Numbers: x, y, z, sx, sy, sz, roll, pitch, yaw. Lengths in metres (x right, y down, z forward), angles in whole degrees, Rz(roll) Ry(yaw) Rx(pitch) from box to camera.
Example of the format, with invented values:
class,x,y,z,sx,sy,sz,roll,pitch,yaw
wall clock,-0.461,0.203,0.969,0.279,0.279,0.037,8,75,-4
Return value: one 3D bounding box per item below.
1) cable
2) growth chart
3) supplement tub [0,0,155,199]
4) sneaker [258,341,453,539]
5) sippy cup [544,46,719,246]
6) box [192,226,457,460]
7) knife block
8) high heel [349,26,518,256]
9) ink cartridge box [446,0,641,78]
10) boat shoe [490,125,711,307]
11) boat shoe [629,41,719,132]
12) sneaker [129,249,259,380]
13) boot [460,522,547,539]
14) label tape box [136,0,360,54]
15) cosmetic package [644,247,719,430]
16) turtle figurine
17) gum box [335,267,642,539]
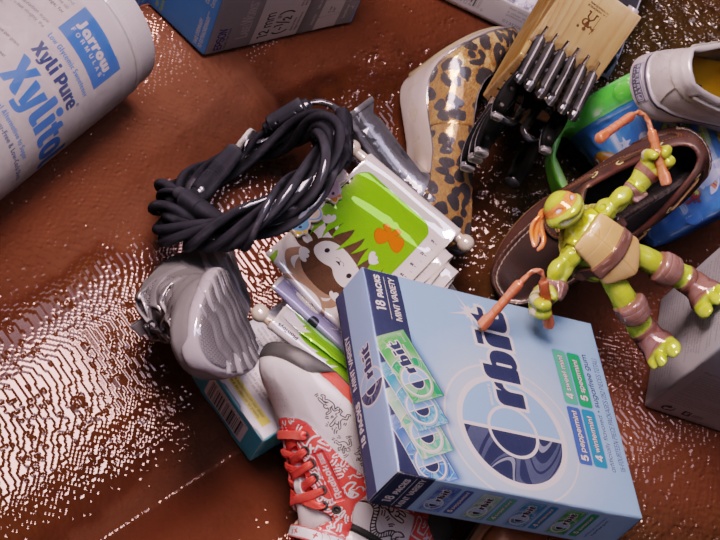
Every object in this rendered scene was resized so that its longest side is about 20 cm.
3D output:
class,x,y,z,sx,sy,sz,roll,pitch,yaw
cable,-0.081,-0.068,1.273,0.163,0.200,0.051,-19,113,9
growth chart,0.000,0.000,1.290,0.145,0.018,0.200,33,52,-4
supplement tub,-0.262,-0.135,1.279,0.132,0.132,0.200,43,63,6
sneaker,-0.026,0.152,1.219,0.108,0.067,0.201,-48,113,-25
sippy cup,0.248,-0.094,1.418,0.130,0.178,0.140,64,23,5
box,-0.021,0.052,1.308,0.200,0.049,0.082,-30,77,-26
knife block,0.142,-0.151,1.393,0.064,0.200,0.176,35,101,-6
high heel,0.088,-0.107,1.416,0.200,0.071,0.143,-36,94,-32
ink cartridge box,0.160,-0.291,1.526,0.198,0.043,0.200,25,60,-4
boat shoe,0.178,-0.041,1.342,0.200,0.070,0.070,-40,92,13
boat shoe,0.297,-0.144,1.345,0.200,0.070,0.071,3,80,-38
sneaker,-0.120,0.036,1.228,0.082,0.200,0.075,-21,104,2
boot,0.118,0.253,1.246,0.200,0.074,0.155,-42,81,-16
label tape box,-0.088,-0.234,1.368,0.200,0.143,0.066,-18,72,-23
cosmetic package,0.292,0.036,1.322,0.071,0.200,0.102,18,63,-9
turtle figurine,0.177,-0.003,1.277,0.161,0.064,0.200,42,76,-21
gum box,0.088,0.095,1.223,0.200,0.045,0.170,14,47,-27
